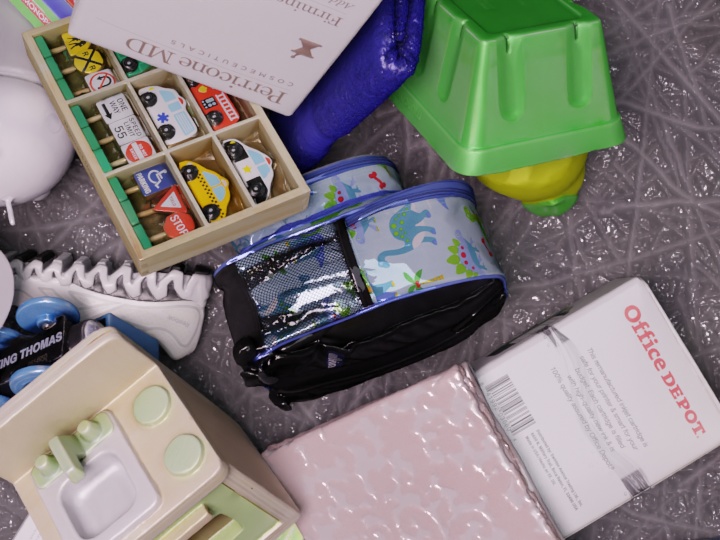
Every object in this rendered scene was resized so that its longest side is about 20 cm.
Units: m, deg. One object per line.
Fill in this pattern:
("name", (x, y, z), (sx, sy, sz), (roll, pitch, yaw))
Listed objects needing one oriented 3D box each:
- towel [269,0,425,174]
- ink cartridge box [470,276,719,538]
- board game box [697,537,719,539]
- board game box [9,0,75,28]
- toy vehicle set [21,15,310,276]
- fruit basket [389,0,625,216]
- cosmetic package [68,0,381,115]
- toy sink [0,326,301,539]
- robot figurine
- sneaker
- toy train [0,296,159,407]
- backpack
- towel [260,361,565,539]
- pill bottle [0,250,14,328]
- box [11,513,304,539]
("towel", (-0.012, -0.157, 0.864), (0.050, 0.200, 0.148), (13, 64, -25))
("ink cartridge box", (0.164, 0.115, 0.925), (0.200, 0.084, 0.146), (-30, 89, -1))
("board game box", (0.332, 0.314, 0.945), (0.199, 0.043, 0.200), (-5, 89, -1))
("board game box", (-0.200, -0.214, 0.910), (0.200, 0.135, 0.029), (47, 132, 0))
("toy vehicle set", (-0.136, -0.104, 0.813), (0.124, 0.027, 0.200), (-25, 69, -18))
("fruit basket", (0.104, -0.121, 0.890), (0.155, 0.216, 0.216), (-13, 89, -16))
("cosmetic package", (-0.068, -0.238, 0.750), (0.167, 0.200, 0.166), (18, 60, -19))
("toy sink", (-0.150, 0.151, 0.815), (0.130, 0.200, 0.112), (-40, 55, -2))
("robot figurine", (-0.274, -0.128, 0.882), (0.113, 0.170, 0.200), (-19, 50, 2))
("sneaker", (-0.220, 0.027, 0.930), (0.200, 0.075, 0.081), (6, 98, -1))
("toy train", (-0.250, 0.093, 0.888), (0.200, 0.114, 0.087), (-24, 50, 25))
("backpack", (0.000, 0.000, 0.875), (0.200, 0.183, 0.147), (-19, 76, 1))
("towel", (0.045, 0.189, 0.885), (0.191, 0.032, 0.200), (-28, 91, 24))
("pill bottle", (-0.351, -0.011, 0.861), (0.200, 0.116, 0.116), (24, 88, 34))
("box", (-0.159, 0.212, 0.942), (0.200, 0.036, 0.144), (31, 89, -2))
